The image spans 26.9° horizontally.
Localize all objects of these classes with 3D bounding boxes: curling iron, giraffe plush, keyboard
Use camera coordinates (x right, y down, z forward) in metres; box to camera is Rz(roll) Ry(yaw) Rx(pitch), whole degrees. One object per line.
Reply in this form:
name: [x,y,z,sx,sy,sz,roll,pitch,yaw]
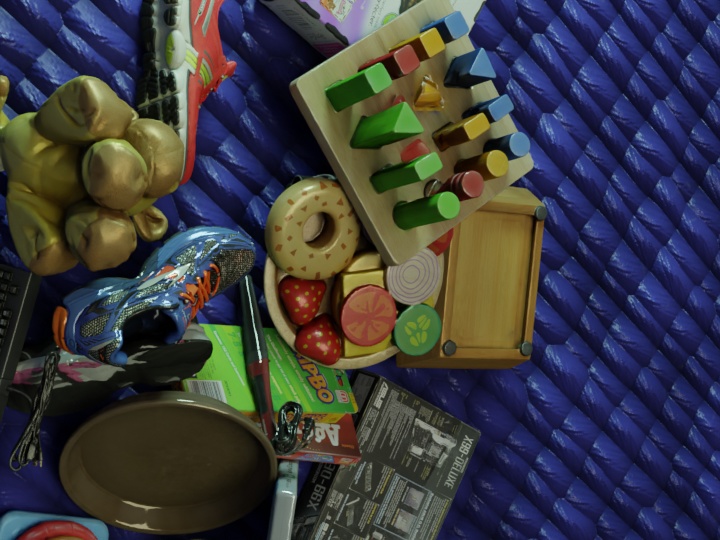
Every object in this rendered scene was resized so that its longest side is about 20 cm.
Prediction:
curling iron: [-0.087,0.089,1.427,0.049,0.201,0.026,-16,147,-6]
giraffe plush: [-0.223,-0.085,1.306,0.162,0.199,0.174,-4,106,-52]
keyboard: [-0.315,0.097,1.288,0.021,0.126,0.202,27,78,-75]

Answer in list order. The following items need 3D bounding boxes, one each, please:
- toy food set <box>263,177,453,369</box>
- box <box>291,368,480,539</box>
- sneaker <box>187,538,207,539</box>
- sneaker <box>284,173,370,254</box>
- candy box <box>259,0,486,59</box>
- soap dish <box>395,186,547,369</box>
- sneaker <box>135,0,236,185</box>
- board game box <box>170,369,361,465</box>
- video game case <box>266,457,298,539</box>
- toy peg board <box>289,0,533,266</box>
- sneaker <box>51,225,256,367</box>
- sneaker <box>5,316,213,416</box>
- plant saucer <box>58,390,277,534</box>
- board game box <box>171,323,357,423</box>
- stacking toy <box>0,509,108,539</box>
toy food set: [0.000,0.000,1.465,0.196,0.049,0.202,-8,104,-22]
box: [0.024,0.226,1.575,0.157,0.050,0.201,30,79,-34]
sneaker: [-0.193,0.343,1.407,0.200,0.084,0.075,-47,146,-15]
sneaker: [-0.003,-0.087,1.501,0.115,0.075,0.202,33,79,-35]
candy box: [0.020,-0.281,1.497,0.200,0.071,0.169,37,74,-32]
soap dish: [0.119,0.007,1.596,0.156,0.081,0.202,4,92,-35]
sneaker: [-0.154,-0.176,1.388,0.084,0.077,0.202,1,95,-40]
board game box: [-0.093,0.133,1.464,0.199,0.019,0.104,11,51,-35]
video game case: [-0.084,0.286,1.433,0.022,0.182,0.202,9,95,-2]
toy peg board: [0.073,-0.142,1.421,0.199,0.098,0.201,-35,102,-27]
sneaker: [-0.166,0.030,1.303,0.199,0.078,0.076,-32,137,-30]
sneaker: [-0.239,0.068,1.364,0.198,0.087,0.081,-10,143,-18]
plant saucer: [-0.175,0.174,1.373,0.200,0.200,0.030,34,33,-33]
board game box: [-0.096,0.100,1.453,0.199,0.030,0.096,4,54,-37]
stacking toy: [-0.241,0.286,1.305,0.115,0.199,0.111,14,88,-36]
